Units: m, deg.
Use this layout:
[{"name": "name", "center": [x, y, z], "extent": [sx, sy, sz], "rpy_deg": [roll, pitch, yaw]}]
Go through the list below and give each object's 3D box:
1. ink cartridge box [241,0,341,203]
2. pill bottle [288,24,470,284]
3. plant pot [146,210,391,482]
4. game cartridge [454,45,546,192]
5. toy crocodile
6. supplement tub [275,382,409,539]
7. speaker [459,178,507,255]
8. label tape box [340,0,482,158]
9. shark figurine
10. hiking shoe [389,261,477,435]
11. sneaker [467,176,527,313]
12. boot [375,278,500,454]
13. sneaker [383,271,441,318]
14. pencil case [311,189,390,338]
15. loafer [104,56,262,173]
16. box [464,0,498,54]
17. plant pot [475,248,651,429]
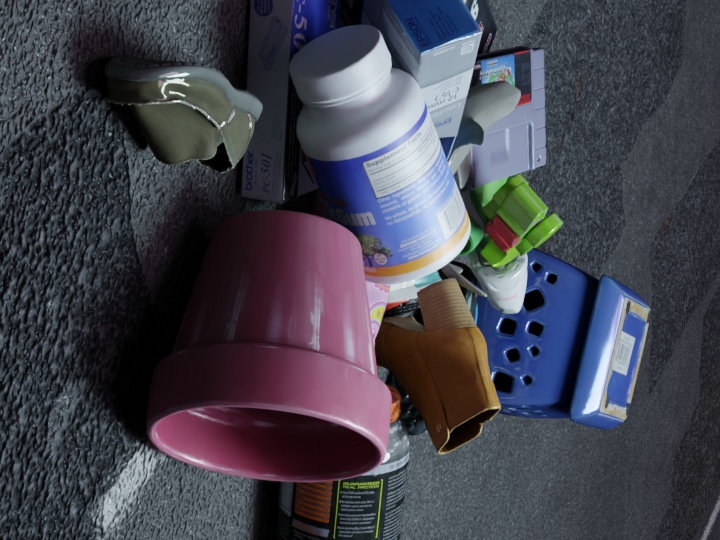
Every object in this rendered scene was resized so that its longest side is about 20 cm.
[{"name": "ink cartridge box", "center": [-0.058, -0.166, 1.506], "extent": [0.094, 0.044, 0.202], "rpy_deg": [-26, 123, -62]}, {"name": "pill bottle", "center": [0.012, -0.098, 1.478], "extent": [0.112, 0.111, 0.201], "rpy_deg": [-55, 132, -41]}, {"name": "plant pot", "center": [-0.069, 0.058, 1.437], "extent": [0.200, 0.198, 0.181], "rpy_deg": [51, 40, -60]}, {"name": "game cartridge", "center": [0.133, -0.156, 1.792], "extent": [0.199, 0.038, 0.131], "rpy_deg": [-21, 116, -54]}, {"name": "toy crocodile", "center": [0.153, -0.047, 1.760], "extent": [0.062, 0.068, 0.200], "rpy_deg": [-40, 177, -6]}, {"name": "supplement tub", "center": [-0.017, 0.210, 1.680], "extent": [0.122, 0.121, 0.202], "rpy_deg": [-23, 123, -62]}, {"name": "speaker", "center": [0.122, -0.117, 1.886], "extent": [0.201, 0.088, 0.089], "rpy_deg": [-65, 153, -28]}, {"name": "label tape box", "center": [0.034, -0.196, 1.559], "extent": [0.066, 0.144, 0.201], "rpy_deg": [-22, 156, -19]}, {"name": "shark figurine", "center": [0.091, -0.095, 1.656], "extent": [0.127, 0.089, 0.217], "rpy_deg": [22, 77, -32]}, {"name": "hiking shoe", "center": [0.091, 0.094, 1.925], "extent": [0.202, 0.074, 0.087], "rpy_deg": [-69, 154, -20]}, {"name": "sneaker", "center": [0.145, -0.033, 1.944], "extent": [0.100, 0.077, 0.201], "rpy_deg": [77, 10, -45]}, {"name": "boot", "center": [0.055, 0.108, 1.690], "extent": [0.070, 0.201, 0.145], "rpy_deg": [-4, 70, -33]}, {"name": "sneaker", "center": [0.001, 0.000, 1.712], "extent": [0.199, 0.070, 0.094], "rpy_deg": [-9, 74, -49]}, {"name": "pencil case", "center": [-0.012, -0.013, 1.598], "extent": [0.088, 0.086, 0.202], "rpy_deg": [62, 33, -56]}, {"name": "loafer", "center": [-0.130, -0.114, 1.333], "extent": [0.200, 0.074, 0.070], "rpy_deg": [16, 82, -66]}, {"name": "box", "center": [0.070, -0.210, 1.771], "extent": [0.201, 0.046, 0.159], "rpy_deg": [-68, 154, -22]}, {"name": "plant pot", "center": [0.238, 0.087, 2.125], "extent": [0.200, 0.178, 0.202], "rpy_deg": [22, 82, -66]}]
